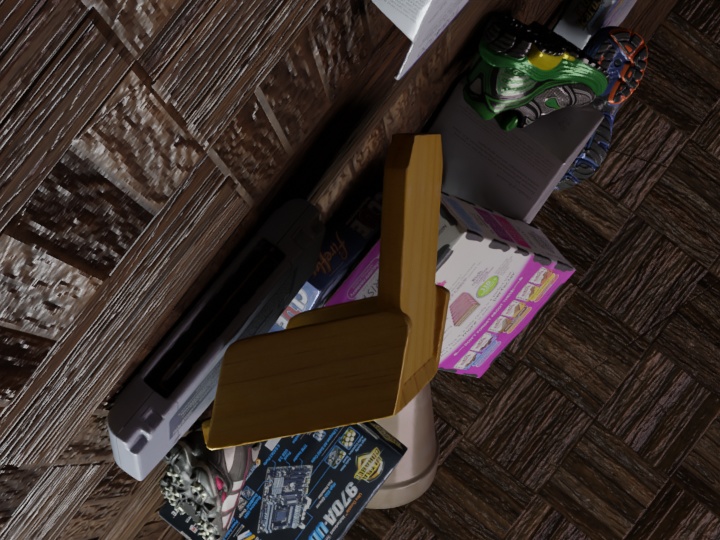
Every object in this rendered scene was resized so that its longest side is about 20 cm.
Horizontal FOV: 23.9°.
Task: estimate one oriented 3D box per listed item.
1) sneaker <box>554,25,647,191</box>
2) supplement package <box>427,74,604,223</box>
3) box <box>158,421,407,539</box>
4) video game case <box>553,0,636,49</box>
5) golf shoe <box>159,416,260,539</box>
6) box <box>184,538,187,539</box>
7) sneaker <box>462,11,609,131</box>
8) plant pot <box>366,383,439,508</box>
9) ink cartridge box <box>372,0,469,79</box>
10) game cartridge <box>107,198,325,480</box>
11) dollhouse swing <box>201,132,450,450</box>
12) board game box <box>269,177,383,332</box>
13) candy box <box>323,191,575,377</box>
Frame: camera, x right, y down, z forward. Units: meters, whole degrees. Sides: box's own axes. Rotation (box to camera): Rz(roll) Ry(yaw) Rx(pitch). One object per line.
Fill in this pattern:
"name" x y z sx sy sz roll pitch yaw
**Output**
"sneaker" 0.239 -0.173 1.811 0.201 0.075 0.079 -58 -163 19
"supplement package" 0.109 -0.083 1.553 0.201 0.119 0.121 -57 173 35
"box" -0.075 0.204 1.637 0.201 0.159 0.046 -54 175 7
"video game case" 0.279 -0.310 1.894 0.200 0.045 0.182 -47 173 -43
"golf shoe" -0.122 0.178 1.482 0.088 0.077 0.200 -43 171 -21
"box" -0.222 0.404 2.112 0.201 0.075 0.100 -56 173 12
"sneaker" 0.143 -0.163 1.443 0.199 0.078 0.086 1 124 -57
"plant pot" 0.023 0.196 2.329 0.200 0.199 0.175 -46 156 -45
"ink cartridge box" 0.081 -0.222 0.903 0.197 0.043 0.200 -51 176 -26
"game cartridge" -0.099 0.049 1.147 0.200 0.041 0.133 -51 178 -17
"dollhouse swing" -0.023 0.008 1.166 0.180 0.178 0.200 -11 -177 12
"board game box" -0.042 0.026 1.441 0.136 0.035 0.200 -47 172 -40
"candy box" 0.078 0.014 1.430 0.137 0.061 0.199 -49 150 16
